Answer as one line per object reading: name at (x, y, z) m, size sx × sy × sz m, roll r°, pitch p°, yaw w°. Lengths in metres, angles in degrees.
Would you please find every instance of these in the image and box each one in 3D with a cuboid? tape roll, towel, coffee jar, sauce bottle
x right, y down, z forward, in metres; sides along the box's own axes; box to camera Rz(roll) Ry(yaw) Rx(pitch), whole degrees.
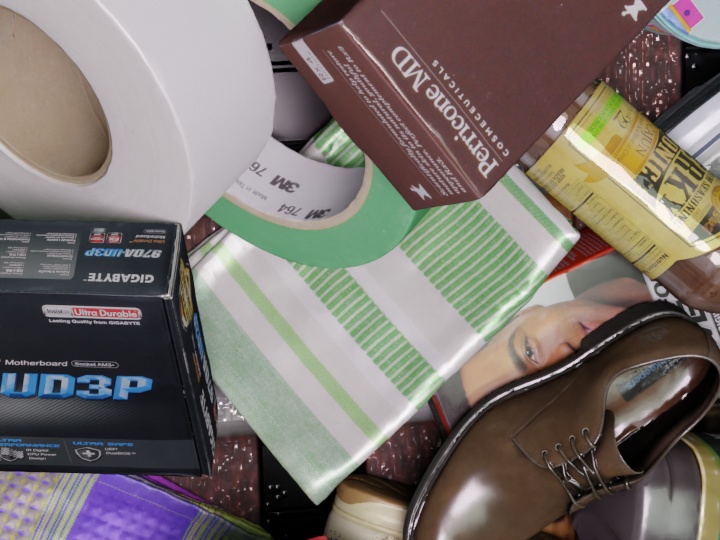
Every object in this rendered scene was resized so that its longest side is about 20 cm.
tape roll at (-0.140, -0.104, 0.962) m, size 0.203 × 0.202 × 0.071 m, roll 52°, pitch 55°, yaw -15°
towel at (-0.159, 0.169, 1.103) m, size 0.199 × 0.023 × 0.144 m, roll 27°, pitch 94°, yaw -14°
tape roll at (-0.043, -0.093, 0.981) m, size 0.201 × 0.200 × 0.048 m, roll 53°, pitch 55°, yaw -15°
coffee jar at (0.223, 0.136, 1.119) m, size 0.198 × 0.104 × 0.086 m, roll 5°, pitch 94°, yaw -17°
sauce bottle at (0.166, -0.025, 1.045) m, size 0.200 × 0.065 × 0.065 m, roll 39°, pitch 92°, yaw -3°
towel at (0.000, 0.000, 1.066) m, size 0.200 × 0.023 × 0.153 m, roll -43°, pitch 74°, yaw 0°

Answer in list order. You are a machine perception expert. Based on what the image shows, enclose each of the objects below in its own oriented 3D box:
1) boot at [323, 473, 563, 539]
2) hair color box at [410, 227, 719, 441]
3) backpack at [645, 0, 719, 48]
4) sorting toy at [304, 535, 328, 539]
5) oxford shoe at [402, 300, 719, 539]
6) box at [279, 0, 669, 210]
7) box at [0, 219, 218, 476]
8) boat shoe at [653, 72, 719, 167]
boot at (0.056, 0.217, 1.124) m, size 0.199 × 0.073 × 0.156 m, roll 20°, pitch 95°, yaw -7°
hair color box at (0.130, 0.035, 1.112) m, size 0.199 × 0.061 × 0.102 m, roll -26°, pitch 105°, yaw -4°
backpack at (0.178, -0.217, 1.030) m, size 0.176 × 0.153 × 0.200 m, roll -39°, pitch 113°, yaw -6°
sorting toy at (-0.067, 0.207, 1.014) m, size 0.199 × 0.199 × 0.070 m, roll -36°, pitch 65°, yaw 15°
oxford shoe at (0.105, 0.094, 1.045) m, size 0.200 × 0.084 × 0.073 m, roll -41°, pitch 108°, yaw 1°
box at (0.071, -0.130, 0.885) m, size 0.200 × 0.075 × 0.100 m, roll -46°, pitch 106°, yaw -18°
box at (-0.176, 0.040, 0.990) m, size 0.198 × 0.046 × 0.159 m, roll 2°, pitch 142°, yaw 5°
boat shoe at (0.235, -0.093, 1.098) m, size 0.200 × 0.074 × 0.067 m, roll -37°, pitch 96°, yaw -3°
